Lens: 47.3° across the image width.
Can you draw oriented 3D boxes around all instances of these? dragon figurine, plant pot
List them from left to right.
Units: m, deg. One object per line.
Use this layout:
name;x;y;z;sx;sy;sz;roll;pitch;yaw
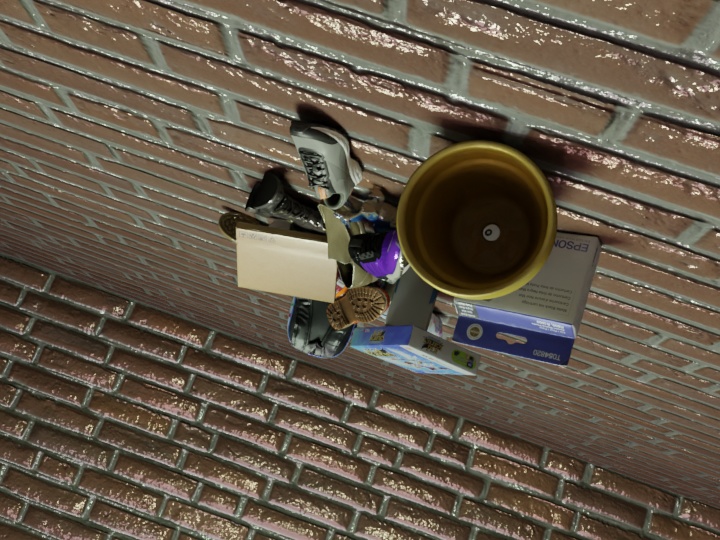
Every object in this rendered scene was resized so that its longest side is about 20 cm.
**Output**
dragon figurine;0.052;-0.086;1.378;0.200;0.059;0.099;19;165;7
plant pot;0.166;-0.059;1.111;0.200;0.201;0.189;16;-179;16

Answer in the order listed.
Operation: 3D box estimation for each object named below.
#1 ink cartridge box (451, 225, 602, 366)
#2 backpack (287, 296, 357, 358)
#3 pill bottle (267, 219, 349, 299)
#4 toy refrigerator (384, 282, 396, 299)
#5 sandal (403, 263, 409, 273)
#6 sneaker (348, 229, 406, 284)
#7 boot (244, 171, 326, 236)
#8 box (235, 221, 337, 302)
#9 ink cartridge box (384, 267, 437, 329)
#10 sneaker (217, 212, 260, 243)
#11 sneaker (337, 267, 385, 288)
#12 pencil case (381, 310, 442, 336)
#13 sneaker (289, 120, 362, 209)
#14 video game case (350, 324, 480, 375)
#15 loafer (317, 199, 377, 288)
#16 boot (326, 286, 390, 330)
ink cartridge box;0.248;0.030;1.262;0.199;0.200;0.041;10;162;32
backpack;-0.094;0.114;2.022;0.200;0.191;0.154;20;-179;1
pill bottle;-0.103;-0.028;1.683;0.113;0.113;0.200;3;157;48
toy refrigerator;-0.017;0.018;1.815;0.200;0.070;0.076;14;164;25
sandal;0.069;-0.032;1.512;0.059;0.079;0.207;17;163;14
sneaker;0.027;-0.031;1.355;0.099;0.070;0.200;23;165;-1
boot;-0.113;-0.112;1.513;0.174;0.069;0.200;22;172;-17
box;-0.142;-0.013;1.596;0.199;0.021;0.164;9;135;3
ink cartridge box;0.109;0.079;1.716;0.084;0.145;0.200;16;165;7
sneaker;-0.220;-0.061;1.799;0.200;0.067;0.090;20;160;-10
sneaker;0.000;0.000;1.653;0.087;0.075;0.200;-15;166;1
pencil case;0.115;0.107;1.929;0.091;0.083;0.200;13;164;40
sneaker;-0.053;-0.157;1.228;0.074;0.079;0.200;15;163;25
video game case;0.107;0.162;1.650;0.181;0.046;0.200;26;161;-29
loafer;-0.027;-0.047;1.479;0.076;0.067;0.200;14;138;52
boot;0.020;0.065;1.686;0.107;0.075;0.200;-17;177;-31
